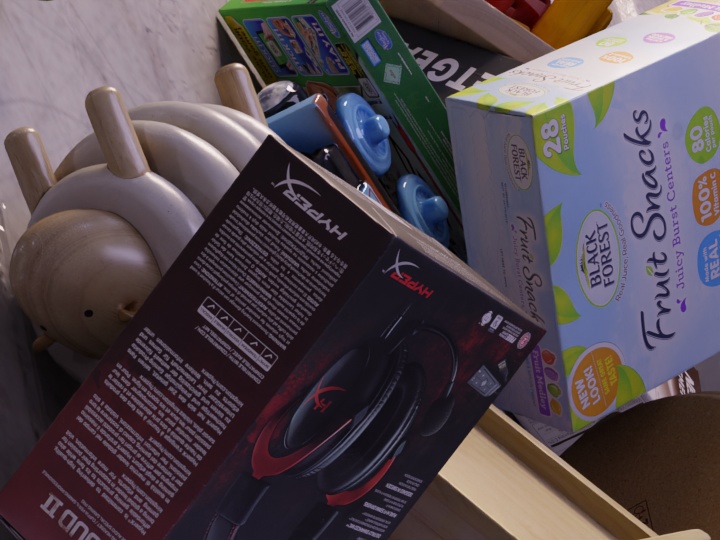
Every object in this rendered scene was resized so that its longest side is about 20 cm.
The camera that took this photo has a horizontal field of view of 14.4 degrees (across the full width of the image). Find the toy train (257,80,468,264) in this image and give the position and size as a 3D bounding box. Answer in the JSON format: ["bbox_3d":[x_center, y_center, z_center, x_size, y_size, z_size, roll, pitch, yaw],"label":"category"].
[{"bbox_3d":[0.000,0.000,1.444,0.200,0.087,0.114,57,25,-19],"label":"toy train"}]

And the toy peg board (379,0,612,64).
[{"bbox_3d":[0.098,-0.135,1.600,0.199,0.098,0.200,35,-9,8],"label":"toy peg board"}]

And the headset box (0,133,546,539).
[{"bbox_3d":[-0.038,0.065,1.112,0.075,0.200,0.149,40,4,30],"label":"headset box"}]

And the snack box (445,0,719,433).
[{"bbox_3d":[0.143,-0.035,1.434,0.200,0.068,0.169,-25,117,-35],"label":"snack box"}]

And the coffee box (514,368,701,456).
[{"bbox_3d":[0.130,0.047,1.728,0.200,0.080,0.113,51,21,-31],"label":"coffee box"}]

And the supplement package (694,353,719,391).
[{"bbox_3d":[0.225,0.029,1.890,0.200,0.156,0.111,64,19,3],"label":"supplement package"}]

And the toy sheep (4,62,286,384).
[{"bbox_3d":[-0.072,-0.011,1.189,0.200,0.138,0.138,-17,81,-52],"label":"toy sheep"}]

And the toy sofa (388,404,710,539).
[{"bbox_3d":[0.043,0.102,1.247,0.200,0.098,0.083,38,21,27],"label":"toy sofa"}]

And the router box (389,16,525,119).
[{"bbox_3d":[0.071,-0.053,1.550,0.200,0.051,0.149,25,-29,49],"label":"router box"}]

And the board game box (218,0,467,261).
[{"bbox_3d":[0.013,-0.066,1.527,0.200,0.029,0.135,57,-21,-18],"label":"board game box"}]

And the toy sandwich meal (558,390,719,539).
[{"bbox_3d":[0.147,0.145,1.410,0.070,0.205,0.205,48,24,-33],"label":"toy sandwich meal"}]
